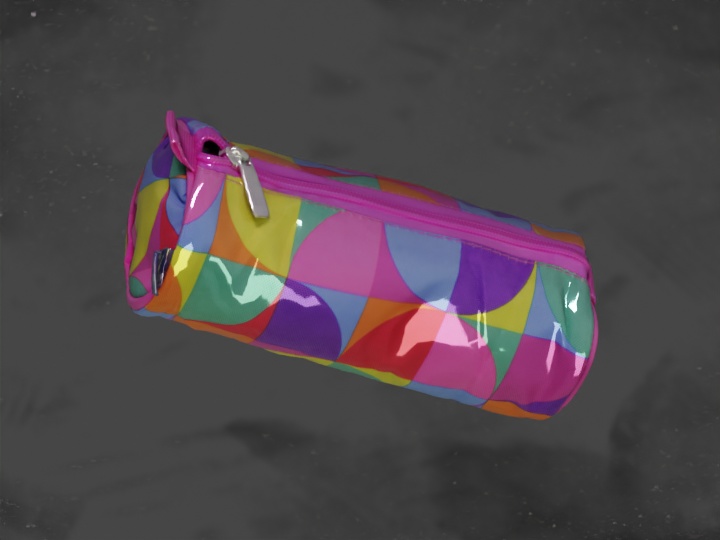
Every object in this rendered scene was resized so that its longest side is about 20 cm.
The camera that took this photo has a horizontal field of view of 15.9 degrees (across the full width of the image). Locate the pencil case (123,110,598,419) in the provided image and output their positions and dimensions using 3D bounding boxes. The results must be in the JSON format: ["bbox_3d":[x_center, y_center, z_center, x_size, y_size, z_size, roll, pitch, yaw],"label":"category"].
[{"bbox_3d":[0.000,0.000,1.043,0.199,0.089,0.089,16,132,-20],"label":"pencil case"}]
